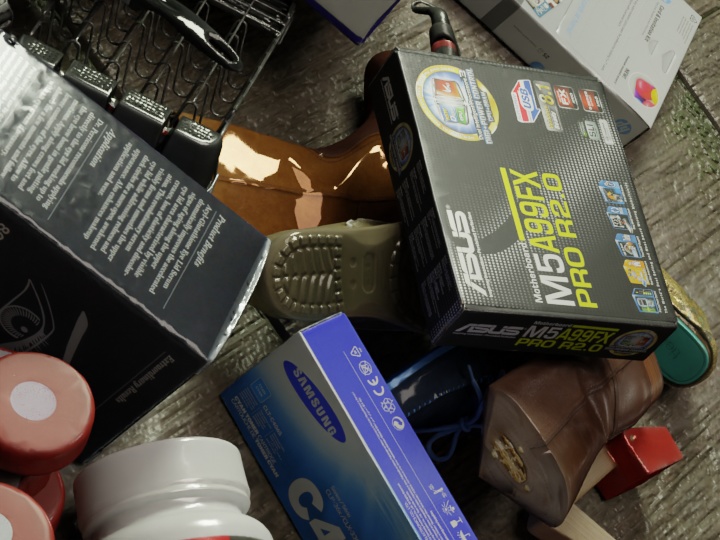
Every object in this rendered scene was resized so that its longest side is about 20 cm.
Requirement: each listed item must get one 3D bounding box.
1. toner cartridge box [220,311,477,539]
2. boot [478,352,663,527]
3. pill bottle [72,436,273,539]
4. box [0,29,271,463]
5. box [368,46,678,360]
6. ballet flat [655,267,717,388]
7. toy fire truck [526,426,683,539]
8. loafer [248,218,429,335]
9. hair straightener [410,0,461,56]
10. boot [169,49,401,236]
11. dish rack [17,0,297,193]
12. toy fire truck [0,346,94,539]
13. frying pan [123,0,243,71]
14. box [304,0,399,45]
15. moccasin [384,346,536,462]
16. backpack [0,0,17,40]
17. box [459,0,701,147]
[{"bbox_3d":[0.001,0.135,1.320,0.043,0.095,0.200,-23,79,-45],"label":"toner cartridge box"},{"bbox_3d":[0.112,0.048,1.397,0.187,0.064,0.200,59,36,-4],"label":"boot"},{"bbox_3d":[-0.093,0.199,1.188,0.114,0.114,0.200,5,61,-37],"label":"pill bottle"},{"bbox_3d":[-0.177,-0.009,1.228,0.200,0.148,0.104,39,45,-15],"label":"box"},{"bbox_3d":[0.101,-0.042,1.389,0.160,0.044,0.200,6,54,-28],"label":"box"},{"bbox_3d":[0.181,0.001,1.581,0.200,0.071,0.071,46,44,-5],"label":"ballet flat"},{"bbox_3d":[0.153,0.189,1.442,0.200,0.049,0.141,-13,72,-42],"label":"toy fire truck"},{"bbox_3d":[0.000,0.000,1.386,0.200,0.067,0.076,8,91,-44],"label":"loafer"},{"bbox_3d":[0.063,-0.098,1.553,0.077,0.041,0.200,60,17,-69],"label":"hair straightener"},{"bbox_3d":[-0.039,-0.078,1.463,0.200,0.068,0.189,7,67,-28],"label":"boot"},{"bbox_3d":[-0.130,-0.144,1.399,0.153,0.055,0.200,28,42,-3],"label":"dish rack"},{"bbox_3d":[-0.238,0.113,1.141,0.168,0.112,0.200,18,50,-7],"label":"toy fire truck"},{"bbox_3d":[-0.151,-0.198,1.375,0.190,0.031,0.115,28,45,-15],"label":"frying pan"},{"bbox_3d":[-0.032,-0.274,1.493,0.184,0.105,0.200,39,19,-13],"label":"box"},{"bbox_3d":[0.076,0.074,1.431,0.200,0.080,0.068,-25,85,-44],"label":"moccasin"},{"bbox_3d":[-0.308,-0.197,1.237,0.200,0.154,0.191,14,63,-40],"label":"backpack"},{"bbox_3d":[0.165,-0.212,1.712,0.200,0.041,0.156,40,46,-11],"label":"box"}]
